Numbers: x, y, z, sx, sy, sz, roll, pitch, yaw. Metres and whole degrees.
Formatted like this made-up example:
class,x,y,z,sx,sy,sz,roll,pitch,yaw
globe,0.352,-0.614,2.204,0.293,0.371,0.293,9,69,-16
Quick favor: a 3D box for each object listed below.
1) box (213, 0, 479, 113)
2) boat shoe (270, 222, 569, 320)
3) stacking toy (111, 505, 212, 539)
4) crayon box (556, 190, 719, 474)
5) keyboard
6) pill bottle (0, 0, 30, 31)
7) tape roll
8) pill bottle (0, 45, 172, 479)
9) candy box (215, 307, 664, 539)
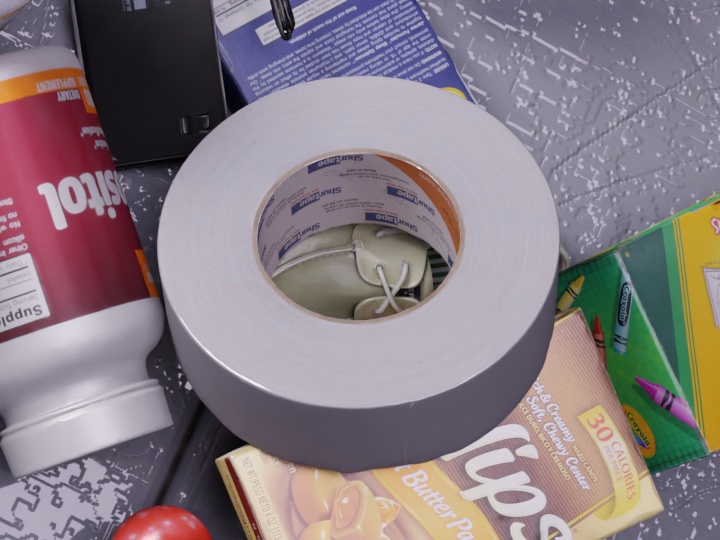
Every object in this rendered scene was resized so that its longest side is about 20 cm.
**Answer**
class,x,y,z,sx,sy,sz,roll,pitch,yaw
box,-0.032,-0.140,1.557,0.121,0.032,0.200,-30,90,-22
boat shoe,0.018,-0.005,1.524,0.200,0.062,0.072,-14,121,-23
stacking toy,-0.069,0.211,1.433,0.085,0.085,0.200,-17,77,-22
crayon box,0.199,0.022,1.563,0.200,0.058,0.119,-26,91,-46
keyboard,-0.093,-0.159,1.511,0.127,0.021,0.200,-7,93,8
pill bottle,-0.206,-0.167,1.406,0.112,0.200,0.112,4,79,-20
tape roll,0.000,0.000,1.437,0.200,0.066,0.200,-1,57,1
pill bottle,-0.165,-0.003,1.441,0.113,0.113,0.200,-18,88,-22
candy box,0.040,0.109,1.462,0.200,0.055,0.116,-23,90,-12
